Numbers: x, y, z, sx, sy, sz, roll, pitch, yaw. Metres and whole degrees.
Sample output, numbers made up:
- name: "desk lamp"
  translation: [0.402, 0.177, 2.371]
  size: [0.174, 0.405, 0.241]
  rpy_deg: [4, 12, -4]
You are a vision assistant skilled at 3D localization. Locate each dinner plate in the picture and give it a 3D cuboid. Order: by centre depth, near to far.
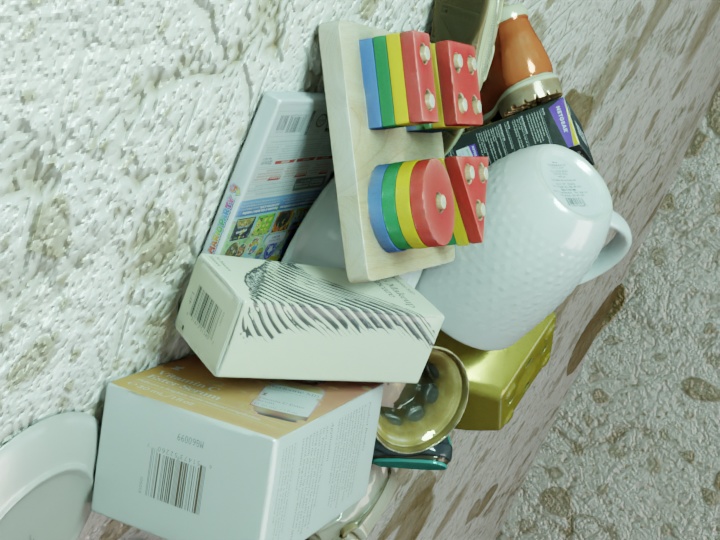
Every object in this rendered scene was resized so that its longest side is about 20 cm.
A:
- name: "dinner plate"
  translation: [-0.248, 0.195, 0.833]
  size: [0.200, 0.024, 0.201]
  rpy_deg: [-49, 158, -28]

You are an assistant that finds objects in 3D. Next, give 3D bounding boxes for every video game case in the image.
- name: "video game case"
  translation: [-0.073, -0.050, 0.929]
  size: [0.143, 0.018, 0.201]
  rpy_deg: [-17, 134, -64]

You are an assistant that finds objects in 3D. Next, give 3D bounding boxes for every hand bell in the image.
- name: "hand bell"
  translation: [0.010, 0.088, 1.108]
  size: [0.104, 0.200, 0.105]
  rpy_deg: [-9, 111, -25]

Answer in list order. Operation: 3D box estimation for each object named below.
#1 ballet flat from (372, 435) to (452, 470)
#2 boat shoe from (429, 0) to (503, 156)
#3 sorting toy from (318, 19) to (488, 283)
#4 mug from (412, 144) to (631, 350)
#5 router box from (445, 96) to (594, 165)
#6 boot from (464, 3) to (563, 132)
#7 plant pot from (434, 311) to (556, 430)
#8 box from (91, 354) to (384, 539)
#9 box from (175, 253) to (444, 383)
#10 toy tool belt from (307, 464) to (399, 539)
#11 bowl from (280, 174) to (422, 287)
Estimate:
- name: "ballet flat"
  translation: [0.007, 0.194, 1.295]
  size: [0.073, 0.199, 0.074]
  rpy_deg: [-6, 90, -73]
- name: "boat shoe"
  translation: [0.091, -0.196, 1.061]
  size: [0.065, 0.072, 0.201]
  rpy_deg: [-29, 138, -55]
- name: "sorting toy"
  translation: [0.050, -0.100, 0.942]
  size: [0.200, 0.069, 0.200]
  rpy_deg: [-13, 97, -65]
- name: "mug"
  translation: [0.170, -0.027, 1.096]
  size: [0.199, 0.148, 0.175]
  rpy_deg: [10, 141, -31]
- name: "router box"
  translation: [0.159, -0.118, 1.209]
  size: [0.157, 0.053, 0.200]
  rpy_deg: [-19, 174, 14]
- name: "boot"
  translation: [0.143, -0.204, 1.171]
  size: [0.075, 0.108, 0.200]
  rpy_deg: [-20, 178, -12]
- name: "plant pot"
  translation: [0.105, 0.067, 1.276]
  size: [0.195, 0.199, 0.196]
  rpy_deg: [-53, 159, -19]
- name: "box"
  translation: [-0.092, 0.139, 0.921]
  size: [0.200, 0.152, 0.107]
  rpy_deg: [-16, 118, -65]
- name: "box"
  translation: [-0.037, 0.040, 0.904]
  size: [0.199, 0.082, 0.069]
  rpy_deg: [5, 115, -40]
- name: "toy tool belt"
  translation: [-0.037, 0.296, 1.370]
  size: [0.200, 0.125, 0.123]
  rpy_deg: [-53, 151, -19]
- name: "bowl"
  translation: [0.000, 0.000, 1.047]
  size: [0.201, 0.090, 0.201]
  rpy_deg: [-56, 166, -21]
